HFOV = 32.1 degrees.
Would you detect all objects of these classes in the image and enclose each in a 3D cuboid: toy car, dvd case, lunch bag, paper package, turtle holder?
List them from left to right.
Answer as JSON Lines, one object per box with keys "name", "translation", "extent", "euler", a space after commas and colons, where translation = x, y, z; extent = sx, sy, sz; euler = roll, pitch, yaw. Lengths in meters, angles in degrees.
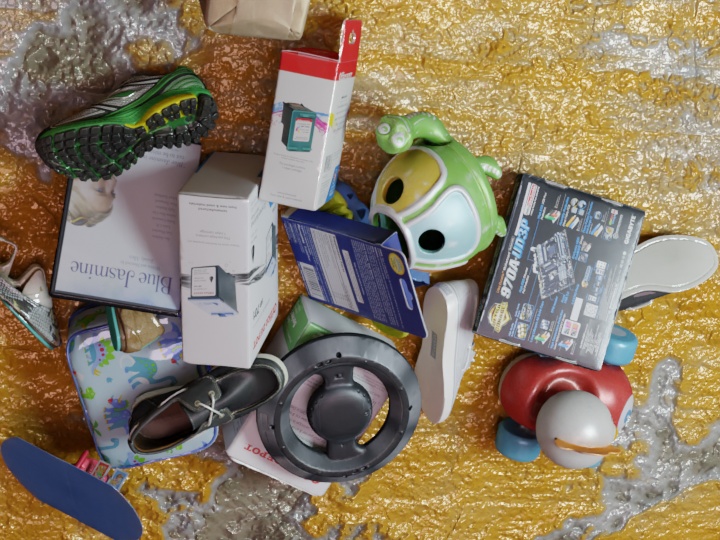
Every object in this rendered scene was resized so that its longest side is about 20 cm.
{"name": "dvd case", "translation": [-0.256, -0.058, 1.375], "extent": [0.141, 0.018, 0.203], "euler": [10, 74, -15]}
{"name": "lunch bag", "translation": [-0.254, 0.129, 1.486], "extent": [0.159, 0.083, 0.202], "euler": [-14, 115, -3]}
{"name": "paper package", "translation": [-0.100, -0.342, 1.245], "extent": [0.102, 0.200, 0.193], "euler": [8, 111, -14]}
{"name": "turtle holder", "translation": [0.079, -0.081, 1.402], "extent": [0.131, 0.141, 0.187], "euler": [-34, 150, -27]}
{"name": "toy car", "translation": [0.274, 0.185, 1.545], "extent": [0.174, 0.200, 0.187], "euler": [8, 112, -14]}

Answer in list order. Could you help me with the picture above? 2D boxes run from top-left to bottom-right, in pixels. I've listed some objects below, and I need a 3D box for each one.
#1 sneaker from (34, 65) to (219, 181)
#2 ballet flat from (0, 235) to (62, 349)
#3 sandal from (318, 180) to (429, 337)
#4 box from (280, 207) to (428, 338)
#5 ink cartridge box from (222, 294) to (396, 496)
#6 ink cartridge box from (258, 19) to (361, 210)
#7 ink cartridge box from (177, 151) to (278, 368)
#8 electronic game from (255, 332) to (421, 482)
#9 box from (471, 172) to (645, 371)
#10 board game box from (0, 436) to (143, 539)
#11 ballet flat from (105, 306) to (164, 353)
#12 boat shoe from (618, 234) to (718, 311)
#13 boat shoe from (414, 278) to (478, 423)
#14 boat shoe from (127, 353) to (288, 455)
{"name": "sneaker", "translation": [-0.257, -0.161, 1.360], "extent": [0.198, 0.086, 0.079], "euler": [-19, 140, -11]}
{"name": "ballet flat", "translation": [-0.399, 0.008, 1.416], "extent": [0.072, 0.072, 0.200], "euler": [-42, 116, 9]}
{"name": "sandal", "translation": [0.018, -0.022, 1.486], "extent": [0.087, 0.079, 0.201], "euler": [-42, 112, -30]}
{"name": "box", "translation": [0.000, 0.000, 1.419], "extent": [0.032, 0.199, 0.122], "euler": [-38, 128, -30]}
{"name": "ink cartridge box", "translation": [-0.061, 0.155, 1.531], "extent": [0.145, 0.085, 0.201], "euler": [28, 106, -22]}
{"name": "ink cartridge box", "translation": [-0.052, -0.176, 1.358], "extent": [0.066, 0.116, 0.203], "euler": [12, 102, 7]}
{"name": "ink cartridge box", "translation": [-0.146, -0.014, 1.400], "extent": [0.085, 0.147, 0.203], "euler": [4, 114, 8]}
{"name": "electronic game", "translation": [-0.025, 0.163, 1.472], "extent": [0.197, 0.042, 0.203], "euler": [-5, 116, -10]}
{"name": "box", "translation": [0.236, 0.002, 1.492], "extent": [0.157, 0.046, 0.203], "euler": [16, 90, -3]}
{"name": "board game box", "translation": [-0.337, 0.252, 1.505], "extent": [0.198, 0.039, 0.159], "euler": [24, 145, 12]}
{"name": "ballet flat", "translation": [-0.265, -0.007, 1.404], "extent": [0.071, 0.068, 0.202], "euler": [-14, 74, -24]}
{"name": "boat shoe", "translation": [0.347, 0.012, 1.561], "extent": [0.198, 0.060, 0.075], "euler": [-20, 74, -7]}
{"name": "boat shoe", "translation": [0.112, 0.099, 1.553], "extent": [0.068, 0.072, 0.203], "euler": [-15, 120, -27]}
{"name": "boat shoe", "translation": [-0.172, 0.155, 1.413], "extent": [0.198, 0.068, 0.072], "euler": [-22, 111, 12]}
